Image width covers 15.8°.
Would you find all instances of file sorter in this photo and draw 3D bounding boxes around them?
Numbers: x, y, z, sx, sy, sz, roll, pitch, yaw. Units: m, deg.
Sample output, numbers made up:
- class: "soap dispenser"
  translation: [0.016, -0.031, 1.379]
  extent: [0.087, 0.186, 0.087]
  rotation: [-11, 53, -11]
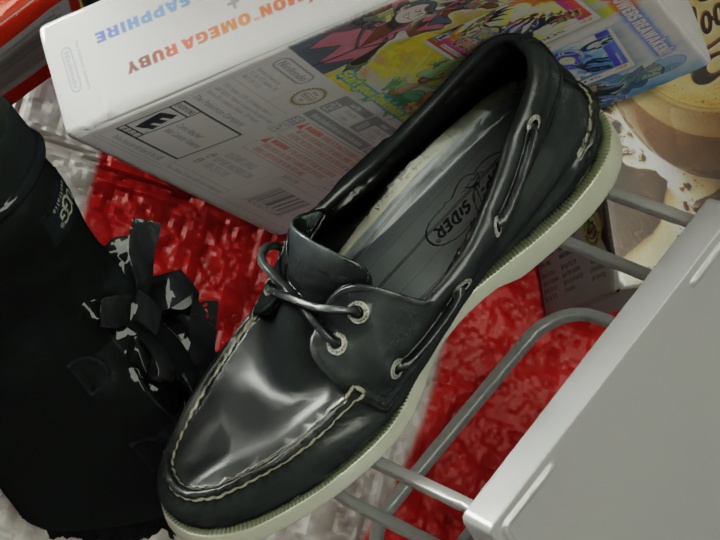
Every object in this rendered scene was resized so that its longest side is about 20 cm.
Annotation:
- class: "file sorter"
  translation: [0.077, 0.075, 0.914]
  extent: [0.139, 0.124, 0.200]
  rotation: [-50, 135, -19]

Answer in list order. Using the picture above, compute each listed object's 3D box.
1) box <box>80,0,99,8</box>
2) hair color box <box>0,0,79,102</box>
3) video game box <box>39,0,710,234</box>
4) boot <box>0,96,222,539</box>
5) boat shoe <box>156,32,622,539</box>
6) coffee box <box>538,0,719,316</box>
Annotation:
- class: "box"
  translation: [-0.021, -0.164, 0.962]
  extent: [0.200, 0.049, 0.160]
  rotation: [-16, 83, 11]
- class: "hair color box"
  translation: [-0.180, -0.150, 0.897]
  extent: [0.064, 0.111, 0.200]
  rotation: [-37, 85, -6]
- class: "video game box"
  translation: [0.013, -0.077, 0.890]
  extent: [0.182, 0.200, 0.047]
  rotation: [-19, 76, 14]
- class: "boot"
  translation: [-0.144, 0.030, 0.904]
  extent: [0.163, 0.198, 0.073]
  rotation: [54, 34, -33]
- class: "boat shoe"
  translation: [0.002, 0.001, 0.829]
  extent: [0.199, 0.074, 0.066]
  rotation: [-41, 138, -9]
- class: "coffee box"
  translation: [0.121, -0.089, 1.027]
  extent: [0.113, 0.080, 0.201]
  rotation: [-7, 82, -18]
